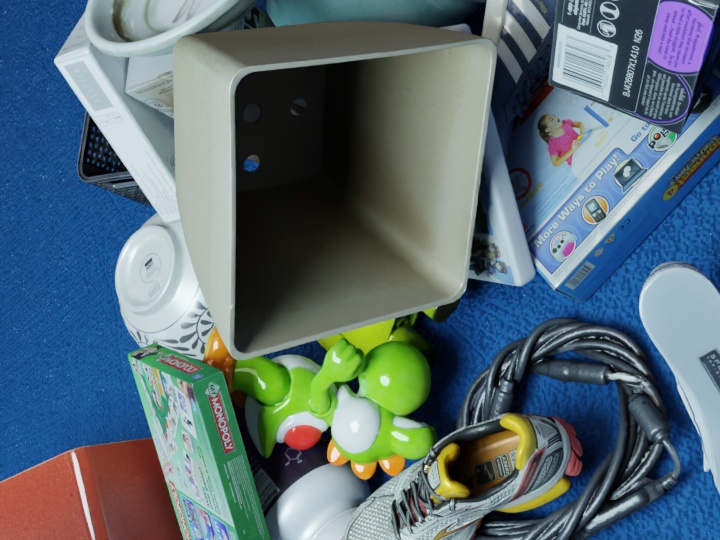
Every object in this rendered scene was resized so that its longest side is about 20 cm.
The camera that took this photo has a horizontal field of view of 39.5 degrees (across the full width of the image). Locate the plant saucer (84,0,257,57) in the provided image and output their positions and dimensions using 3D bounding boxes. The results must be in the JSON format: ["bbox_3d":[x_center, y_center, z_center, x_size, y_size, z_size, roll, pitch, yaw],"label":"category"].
[{"bbox_3d":[-0.131,-0.237,0.816,0.198,0.050,0.202,-19,48,21],"label":"plant saucer"}]

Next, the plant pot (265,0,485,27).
[{"bbox_3d":[-0.003,-0.258,0.906,0.134,0.199,0.201,-48,54,26],"label":"plant pot"}]

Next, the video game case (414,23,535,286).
[{"bbox_3d":[0.051,-0.091,0.813,0.181,0.022,0.202,11,123,56],"label":"video game case"}]

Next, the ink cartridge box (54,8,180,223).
[{"bbox_3d":[-0.197,-0.180,0.984,0.044,0.201,0.178,-9,42,23],"label":"ink cartridge box"}]

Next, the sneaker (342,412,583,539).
[{"bbox_3d":[0.061,0.158,0.740,0.199,0.082,0.079,-37,53,21],"label":"sneaker"}]

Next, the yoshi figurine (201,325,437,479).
[{"bbox_3d":[-0.025,0.088,0.824,0.197,0.113,0.113,17,122,10],"label":"yoshi figurine"}]

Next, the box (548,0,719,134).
[{"bbox_3d":[0.222,-0.218,0.698,0.105,0.123,0.201,25,62,19],"label":"box"}]

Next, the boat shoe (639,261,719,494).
[{"bbox_3d":[0.251,0.084,0.686,0.074,0.086,0.204,-31,89,20],"label":"boat shoe"}]

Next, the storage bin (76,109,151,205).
[{"bbox_3d":[-0.224,-0.185,1.112,0.134,0.093,0.203,-3,75,37],"label":"storage bin"}]

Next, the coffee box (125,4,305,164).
[{"bbox_3d":[-0.108,-0.177,0.950,0.113,0.199,0.081,-10,68,35],"label":"coffee box"}]

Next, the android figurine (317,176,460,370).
[{"bbox_3d":[0.000,0.000,0.882,0.200,0.041,0.184,42,131,31],"label":"android figurine"}]

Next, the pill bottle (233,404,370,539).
[{"bbox_3d":[-0.068,0.183,0.874,0.200,0.112,0.113,41,102,37],"label":"pill bottle"}]

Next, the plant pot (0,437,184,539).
[{"bbox_3d":[-0.233,0.269,0.934,0.198,0.199,0.179,-26,73,29],"label":"plant pot"}]

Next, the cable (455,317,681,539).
[{"bbox_3d":[0.138,0.131,0.771,0.199,0.051,0.165,-36,58,25],"label":"cable"}]

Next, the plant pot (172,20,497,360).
[{"bbox_3d":[-0.042,-0.085,0.732,0.177,0.197,0.203,40,134,48],"label":"plant pot"}]

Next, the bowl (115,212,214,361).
[{"bbox_3d":[-0.189,0.008,1.028,0.199,0.094,0.204,-12,70,35],"label":"bowl"}]

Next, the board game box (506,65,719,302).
[{"bbox_3d":[0.176,-0.115,0.809,0.200,0.056,0.196,-48,54,16],"label":"board game box"}]

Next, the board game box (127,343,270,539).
[{"bbox_3d":[-0.126,0.167,0.817,0.134,0.029,0.203,11,119,56],"label":"board game box"}]

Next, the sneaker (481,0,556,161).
[{"bbox_3d":[0.136,-0.174,0.780,0.083,0.075,0.203,9,94,11],"label":"sneaker"}]
